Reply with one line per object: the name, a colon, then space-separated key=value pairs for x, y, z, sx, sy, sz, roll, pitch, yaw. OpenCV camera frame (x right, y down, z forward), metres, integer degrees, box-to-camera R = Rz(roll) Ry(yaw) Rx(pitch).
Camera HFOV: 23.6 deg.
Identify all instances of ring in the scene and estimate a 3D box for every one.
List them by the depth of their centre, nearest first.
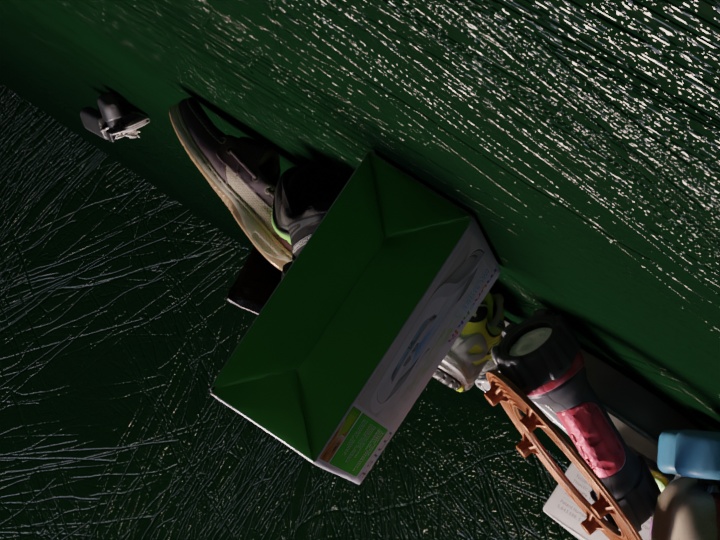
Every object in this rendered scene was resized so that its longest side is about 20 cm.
ring: x=0.160 y=0.161 z=1.355 sx=0.201 sy=0.019 sz=0.200 roll=51 pitch=176 yaw=5

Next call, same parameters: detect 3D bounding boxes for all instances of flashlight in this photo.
flashlight: x=0.179 y=0.126 z=1.382 sx=0.201 sy=0.068 sz=0.068 roll=58 pitch=162 yaw=-23

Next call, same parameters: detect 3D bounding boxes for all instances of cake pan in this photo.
cake pan: x=0.226 y=0.119 z=1.511 sx=0.200 sy=0.037 sz=0.200 roll=34 pitch=177 yaw=2

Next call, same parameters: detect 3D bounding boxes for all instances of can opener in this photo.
can opener: x=-0.317 y=-0.201 z=2.201 sx=0.200 sy=0.052 sz=0.067 roll=20 pitch=131 yaw=69

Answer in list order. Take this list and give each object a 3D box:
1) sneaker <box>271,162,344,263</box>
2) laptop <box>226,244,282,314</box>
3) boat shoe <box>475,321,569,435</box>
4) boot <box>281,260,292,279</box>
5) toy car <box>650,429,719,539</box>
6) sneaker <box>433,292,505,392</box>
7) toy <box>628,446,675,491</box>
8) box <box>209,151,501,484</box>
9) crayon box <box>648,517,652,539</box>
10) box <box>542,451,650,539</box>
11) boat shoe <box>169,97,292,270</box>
sneaker: x=-0.032 y=-0.054 z=1.428 sx=0.076 sy=0.084 sz=0.200 roll=-4 pitch=-160 yaw=-11
laptop: x=-0.018 y=0.020 z=1.625 sx=0.176 sy=0.201 sz=0.104 roll=22 pitch=139 yaw=3
boat shoe: x=0.147 y=0.096 z=1.663 sx=0.199 sy=0.069 sz=0.072 roll=33 pitch=176 yaw=15
boot: x=-0.011 y=0.049 z=1.483 sx=0.067 sy=0.132 sz=0.199 roll=21 pitch=-158 yaw=34
toy car: x=0.328 y=0.224 z=1.321 sx=0.198 sy=0.186 sz=0.177 roll=5 pitch=175 yaw=2
sneaker: x=0.102 y=0.048 z=1.499 sx=0.075 sy=0.077 sz=0.200 roll=31 pitch=-166 yaw=3
toy: x=0.272 y=0.199 z=1.614 sx=0.115 sy=0.048 sz=0.200 roll=26 pitch=-173 yaw=10
box: x=0.001 y=0.039 z=1.238 sx=0.096 sy=0.201 sz=0.177 roll=32 pitch=175 yaw=16
crayon box: x=0.347 y=0.257 z=1.516 sx=0.171 sy=0.059 sz=0.200 roll=6 pitch=174 yaw=5
box: x=0.325 y=0.270 z=1.824 sx=0.199 sy=0.131 sz=0.199 roll=32 pitch=175 yaw=27
boat shoe: x=-0.100 y=-0.087 z=1.561 sx=0.200 sy=0.065 sz=0.072 roll=53 pitch=-171 yaw=22
